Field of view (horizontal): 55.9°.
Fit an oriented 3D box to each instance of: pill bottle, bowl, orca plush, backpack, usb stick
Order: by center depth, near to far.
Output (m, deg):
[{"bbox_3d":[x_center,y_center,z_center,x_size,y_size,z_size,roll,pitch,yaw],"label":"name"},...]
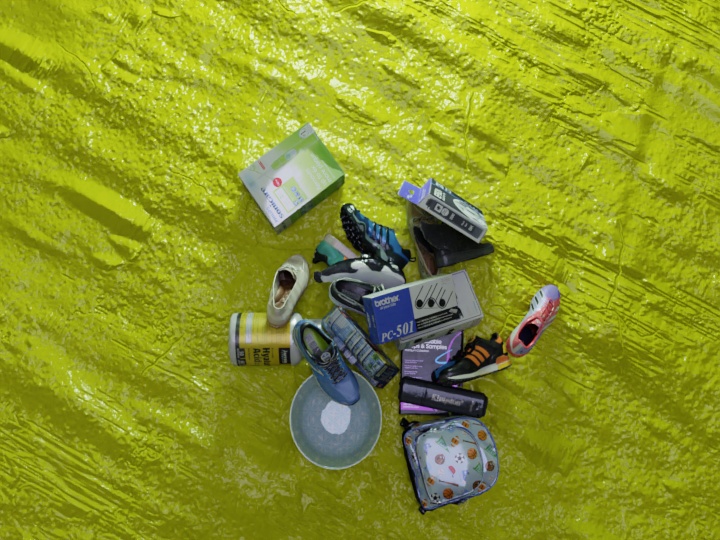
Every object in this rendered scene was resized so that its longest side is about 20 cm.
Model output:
[{"bbox_3d":[0.192,0.391,1.416,0.185,0.154,0.206,-14,84,-9],"label":"backpack"},{"bbox_3d":[-0.052,0.313,1.436,0.194,0.108,0.206,0,76,-2],"label":"bowl"},{"bbox_3d":[0.000,0.000,1.452,0.194,0.107,0.072,-8,43,14],"label":"orca plush"},{"bbox_3d":[-0.179,0.147,1.456,0.194,0.111,0.115,-1,82,-2],"label":"pill bottle"},{"bbox_3d":[0.176,0.272,1.457,0.194,0.033,0.057,12,83,-1],"label":"usb stick"}]

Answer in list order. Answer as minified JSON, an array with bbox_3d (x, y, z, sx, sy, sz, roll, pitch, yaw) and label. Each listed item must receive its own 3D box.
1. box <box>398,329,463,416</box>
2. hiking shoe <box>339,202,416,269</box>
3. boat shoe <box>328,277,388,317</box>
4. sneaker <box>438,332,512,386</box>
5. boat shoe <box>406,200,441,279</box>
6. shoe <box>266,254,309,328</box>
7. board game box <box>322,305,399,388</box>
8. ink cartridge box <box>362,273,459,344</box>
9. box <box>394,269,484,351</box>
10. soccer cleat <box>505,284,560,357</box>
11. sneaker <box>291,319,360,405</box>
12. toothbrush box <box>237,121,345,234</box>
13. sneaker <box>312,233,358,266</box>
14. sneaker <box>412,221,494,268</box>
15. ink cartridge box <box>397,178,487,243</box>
[{"bbox_3d":[0.157,0.216,1.498,0.138,0.036,0.207,2,81,-2],"label":"box"},{"bbox_3d":[0.032,-0.075,1.524,0.086,0.074,0.202,-36,86,-27],"label":"hiking shoe"},{"bbox_3d":[0.032,0.060,1.399,0.195,0.068,0.075,24,71,-5],"label":"boat shoe"},{"bbox_3d":[0.238,0.188,1.465,0.196,0.070,0.092,-8,75,-33],"label":"sneaker"},{"bbox_3d":[0.150,-0.077,1.523,0.071,0.063,0.206,-13,82,-3],"label":"boat shoe"},{"bbox_3d":[-0.153,0.031,1.454,0.068,0.054,0.203,8,46,7],"label":"shoe"},{"bbox_3d":[-0.015,0.151,1.439,0.062,0.200,0.200,-44,72,0],"label":"board game box"},{"bbox_3d":[0.105,0.076,1.374,0.195,0.044,0.097,-14,97,-26],"label":"ink cartridge box"},{"bbox_3d":[0.156,0.086,1.476,0.195,0.060,0.119,-18,68,-9],"label":"box"},{"bbox_3d":[0.388,0.107,1.487,0.066,0.077,0.200,40,69,4],"label":"soccer cleat"},{"bbox_3d":[-0.070,0.187,1.363,0.078,0.089,0.202,-38,89,-11],"label":"sneaker"},{"bbox_3d":[-0.151,-0.205,1.518,0.198,0.086,0.147,-36,85,-5],"label":"toothbrush box"},{"bbox_3d":[-0.020,0.010,1.506,0.198,0.071,0.081,38,86,9],"label":"sneaker"},{"bbox_3d":[0.209,-0.069,1.492,0.196,0.060,0.107,-14,87,-31],"label":"sneaker"},{"bbox_3d":[0.178,-0.145,1.462,0.197,0.199,0.044,30,107,-2],"label":"ink cartridge box"}]
